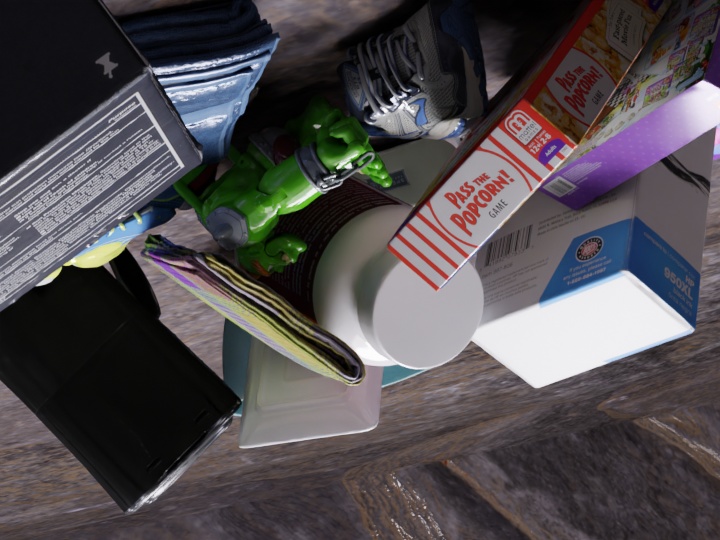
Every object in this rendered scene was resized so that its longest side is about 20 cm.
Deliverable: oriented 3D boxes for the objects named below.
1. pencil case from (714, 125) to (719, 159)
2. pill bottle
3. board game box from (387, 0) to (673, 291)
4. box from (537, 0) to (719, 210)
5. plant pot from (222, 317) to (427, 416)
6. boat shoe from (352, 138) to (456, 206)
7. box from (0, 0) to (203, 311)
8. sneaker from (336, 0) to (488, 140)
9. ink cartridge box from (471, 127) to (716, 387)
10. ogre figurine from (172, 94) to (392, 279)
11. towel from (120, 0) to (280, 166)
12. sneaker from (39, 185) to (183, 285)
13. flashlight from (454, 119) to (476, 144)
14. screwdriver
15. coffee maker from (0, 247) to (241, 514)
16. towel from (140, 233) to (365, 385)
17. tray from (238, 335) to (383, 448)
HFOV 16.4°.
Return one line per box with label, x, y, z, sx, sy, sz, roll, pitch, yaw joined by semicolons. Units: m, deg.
pencil case;0.273;-0.127;1.895;0.200;0.089;0.088;-23;167;27
pill bottle;0.000;0.000;1.734;0.113;0.113;0.200;-11;-161;-24
board game box;0.108;-0.093;1.562;0.152;0.046;0.200;-47;-176;38
box;0.195;-0.133;1.616;0.039;0.137;0.200;28;151;-18
plant pot;-0.031;0.029;2.097;0.199;0.135;0.200;-15;169;-3
boat shoe;-0.013;-0.052;1.889;0.200;0.070;0.071;-12;166;-32
box;-0.202;-0.066;1.276;0.200;0.123;0.198;-37;171;-3
sneaker;0.031;-0.121;1.599;0.085;0.077;0.200;-8;167;-8
ink cartridge box;0.162;-0.038;1.730;0.144;0.200;0.084;-23;133;39
ogre figurine;-0.055;-0.062;1.663;0.120;0.098;0.200;-36;-152;-3
towel;-0.121;-0.105;1.525;0.111;0.049;0.200;-12;169;-16
sneaker;-0.184;-0.047;1.684;0.105;0.076;0.200;-30;178;17
flashlight;0.169;-0.115;1.843;0.200;0.068;0.068;-26;169;36
screwdriver;-0.100;-0.090;1.728;0.028;0.029;0.200;-11;159;-23
coffee maker;-0.197;0.075;1.808;0.135;0.200;0.192;-46;180;13
towel;-0.074;0.024;1.685;0.023;0.143;0.200;-56;-166;-6
tray;-0.033;0.043;1.837;0.107;0.200;0.022;-8;134;14
